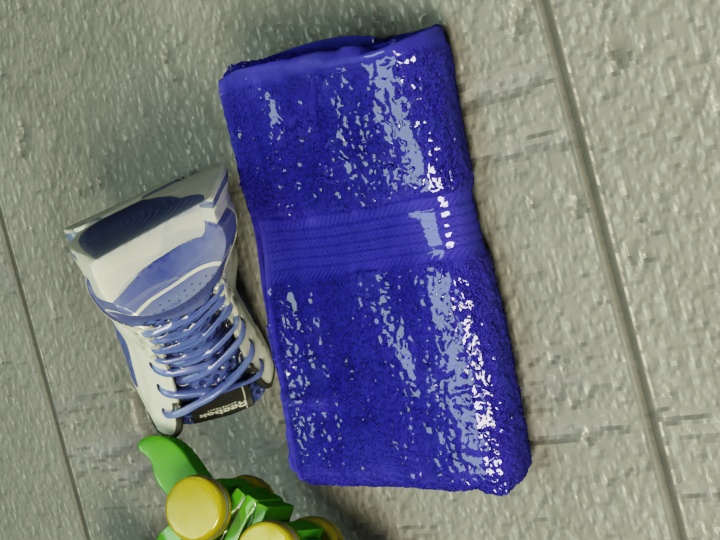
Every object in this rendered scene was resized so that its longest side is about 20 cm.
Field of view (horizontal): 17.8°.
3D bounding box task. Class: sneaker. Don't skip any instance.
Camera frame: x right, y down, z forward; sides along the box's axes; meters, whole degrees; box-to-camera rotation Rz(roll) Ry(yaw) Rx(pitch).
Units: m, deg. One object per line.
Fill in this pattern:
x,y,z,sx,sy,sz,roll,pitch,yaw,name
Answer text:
-0.078,0.018,1.069,0.116,0.080,0.199,63,173,-7,sneaker

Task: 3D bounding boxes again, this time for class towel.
0.000,0.000,0.995,0.147,0.049,0.201,-5,100,55,towel

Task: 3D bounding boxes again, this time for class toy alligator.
-0.031,0.142,1.050,0.199,0.059,0.054,30,98,23,toy alligator
